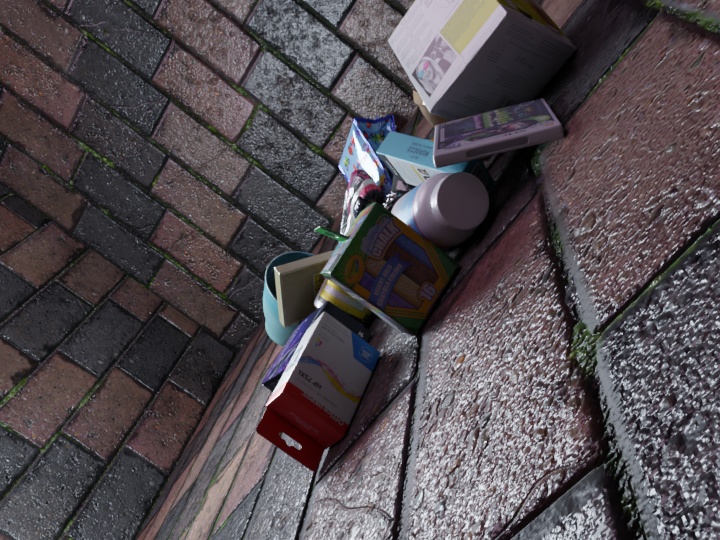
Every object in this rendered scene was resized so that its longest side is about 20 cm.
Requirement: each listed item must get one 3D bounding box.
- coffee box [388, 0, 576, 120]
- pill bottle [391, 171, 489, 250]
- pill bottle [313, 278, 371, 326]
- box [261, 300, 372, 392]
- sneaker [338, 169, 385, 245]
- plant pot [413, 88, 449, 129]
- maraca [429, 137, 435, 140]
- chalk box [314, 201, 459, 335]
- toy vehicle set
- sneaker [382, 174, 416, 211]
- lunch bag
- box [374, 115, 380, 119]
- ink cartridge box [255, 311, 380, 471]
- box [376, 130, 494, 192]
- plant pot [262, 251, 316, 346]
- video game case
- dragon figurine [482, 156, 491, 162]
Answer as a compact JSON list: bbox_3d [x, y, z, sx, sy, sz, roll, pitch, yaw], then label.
[{"bbox_3d":[0.204,-0.391,1.206,0.201,0.197,0.200,-49,52,33],"label":"coffee box"},{"bbox_3d":[0.120,-0.086,1.073,0.110,0.108,0.200,-56,8,-13],"label":"pill bottle"},{"bbox_3d":[0.000,0.000,1.325,0.203,0.110,0.111,-64,8,3],"label":"pill bottle"},{"bbox_3d":[-0.083,0.163,1.277,0.149,0.103,0.200,-58,8,-27],"label":"box"},{"bbox_3d":[-0.003,-0.112,1.394,0.079,0.075,0.202,-11,-36,-27],"label":"sneaker"},{"bbox_3d":[0.208,-0.334,1.445,0.202,0.196,0.095,-74,-19,-66],"label":"plant pot"},{"bbox_3d":[0.156,-0.211,1.355,0.201,0.106,0.137,-53,7,12],"label":"maraca"},{"bbox_3d":[0.023,-0.015,1.030,0.125,0.198,0.124,-55,9,-6],"label":"chalk box"},{"bbox_3d":[-0.072,0.028,1.389,0.026,0.196,0.127,42,141,49],"label":"toy vehicle set"},{"bbox_3d":[0.066,-0.099,1.250,0.075,0.077,0.205,157,115,-66],"label":"sneaker"},{"bbox_3d":[0.036,-0.185,1.413,0.151,0.092,0.204,116,141,-57],"label":"lunch bag"},{"bbox_3d":[0.065,-0.581,3.196,0.187,0.103,0.200,-69,12,-9],"label":"box"},{"bbox_3d":[-0.061,0.179,1.045,0.067,0.115,0.202,-43,15,48],"label":"ink cartridge box"},{"bbox_3d":[0.121,-0.171,1.151,0.198,0.082,0.050,26,77,45],"label":"box"},{"bbox_3d":[-0.163,0.092,1.778,0.202,0.197,0.190,-63,-3,-46],"label":"plant pot"},{"bbox_3d":[0.197,-0.208,1.036,0.178,0.024,0.201,-12,21,12],"label":"video game case"},{"bbox_3d":[0.169,-0.159,1.243,0.200,0.058,0.100,-45,12,50],"label":"dragon figurine"}]
